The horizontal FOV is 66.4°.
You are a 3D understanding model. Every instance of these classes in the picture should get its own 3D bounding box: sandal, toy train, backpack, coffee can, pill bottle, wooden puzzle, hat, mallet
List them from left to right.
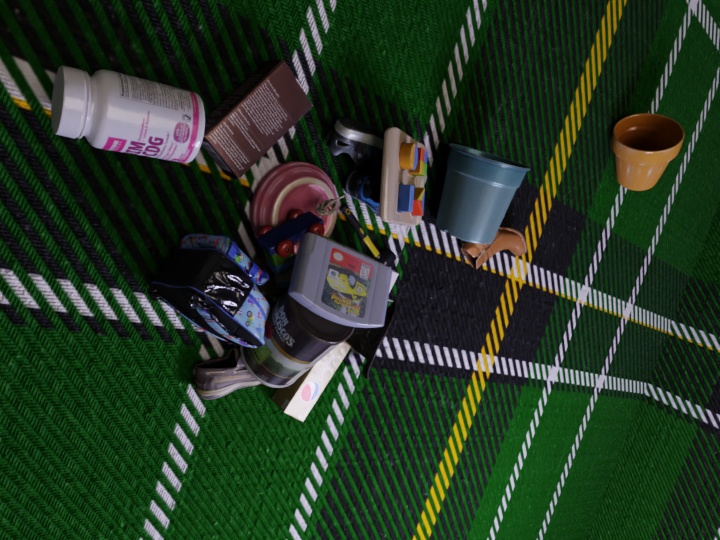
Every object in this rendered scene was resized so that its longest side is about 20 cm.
[{"bbox_3d":[-0.350,-0.235,0.834,0.198,0.113,0.115,3,104,-39],"label":"pill bottle"},{"bbox_3d":[-0.241,0.046,0.977,0.200,0.181,0.136,47,61,-37],"label":"backpack"},{"bbox_3d":[-0.160,0.023,1.116,0.198,0.081,0.054,0,149,-42],"label":"sandal"},{"bbox_3d":[-0.123,0.118,1.059,0.145,0.148,0.200,7,143,-39],"label":"coffee can"},{"bbox_3d":[-0.095,-0.056,1.063,0.199,0.084,0.117,-31,134,-26],"label":"toy train"},{"bbox_3d":[0.016,0.145,1.274,0.080,0.201,0.203,22,92,-1],"label":"hat"},{"bbox_3d":[0.019,-0.078,1.240,0.066,0.041,0.201,-41,123,-20],"label":"mallet"},{"bbox_3d":[0.103,-0.190,1.158,0.199,0.046,0.188,-4,99,-64],"label":"wooden puzzle"}]

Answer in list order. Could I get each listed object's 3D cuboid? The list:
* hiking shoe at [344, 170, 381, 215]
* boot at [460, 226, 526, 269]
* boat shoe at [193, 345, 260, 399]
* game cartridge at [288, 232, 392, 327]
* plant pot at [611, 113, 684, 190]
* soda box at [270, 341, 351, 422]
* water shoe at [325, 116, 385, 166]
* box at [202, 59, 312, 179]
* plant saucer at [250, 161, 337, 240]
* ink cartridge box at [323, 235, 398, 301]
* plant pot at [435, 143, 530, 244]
[{"bbox_3d":[0.055,-0.154,1.204,0.199,0.086,0.075,16,96,-41],"label":"hiking shoe"},{"bbox_3d":[0.358,-0.062,1.493,0.200,0.073,0.155,43,77,-28],"label":"boot"},{"bbox_3d":[-0.237,0.190,1.105,0.198,0.074,0.074,-20,118,-34],"label":"boat shoe"},{"bbox_3d":[-0.031,0.028,1.000,0.198,0.041,0.135,22,70,-29],"label":"game cartridge"},{"bbox_3d":[0.895,-0.363,1.747,0.200,0.200,0.184,-39,141,-21],"label":"plant pot"},{"bbox_3d":[-0.109,0.227,1.227,0.068,0.064,0.201,40,80,-40],"label":"soda box"},{"bbox_3d":[0.009,-0.260,1.156,0.199,0.072,0.079,11,128,-44],"label":"water shoe"},{"bbox_3d":[-0.191,-0.270,0.977,0.200,0.075,0.100,-47,128,-13],"label":"box"},{"bbox_3d":[-0.122,-0.114,1.102,0.199,0.051,0.203,-14,114,-34],"label":"plant saucer"},{"bbox_3d":[0.000,0.000,1.168,0.199,0.116,0.068,23,96,-57],"label":"ink cartridge box"},{"bbox_3d":[0.276,-0.179,1.315,0.198,0.200,0.198,2,113,-39],"label":"plant pot"}]
